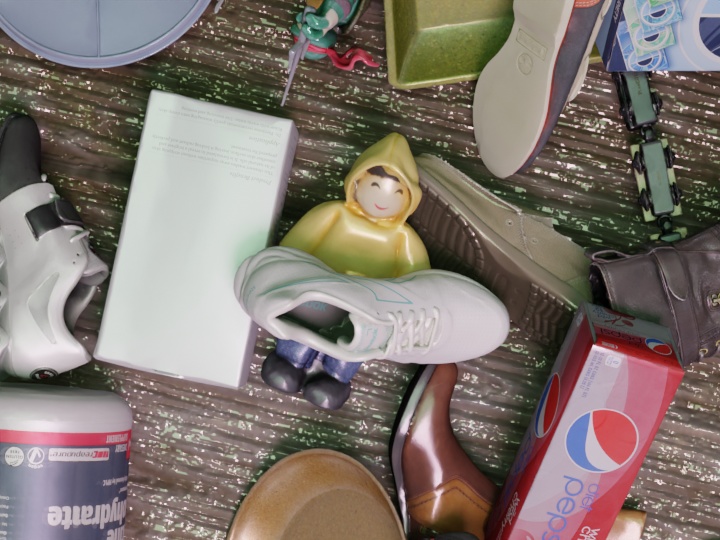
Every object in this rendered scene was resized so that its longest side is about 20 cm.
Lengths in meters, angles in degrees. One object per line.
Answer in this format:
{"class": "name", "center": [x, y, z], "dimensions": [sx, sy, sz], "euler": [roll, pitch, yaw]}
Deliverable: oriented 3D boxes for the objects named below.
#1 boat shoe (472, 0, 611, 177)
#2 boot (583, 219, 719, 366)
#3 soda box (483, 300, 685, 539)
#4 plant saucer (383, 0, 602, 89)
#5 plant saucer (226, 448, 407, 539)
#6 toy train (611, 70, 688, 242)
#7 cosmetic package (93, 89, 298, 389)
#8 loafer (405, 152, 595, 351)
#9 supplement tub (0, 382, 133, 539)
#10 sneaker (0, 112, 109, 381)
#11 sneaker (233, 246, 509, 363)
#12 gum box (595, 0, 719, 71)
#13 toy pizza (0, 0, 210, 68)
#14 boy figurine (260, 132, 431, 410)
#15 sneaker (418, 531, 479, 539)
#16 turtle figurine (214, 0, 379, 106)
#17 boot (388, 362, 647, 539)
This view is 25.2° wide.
{"class": "boat shoe", "center": [0.134, -0.154, 1.155], "dimensions": [0.062, 0.201, 0.071], "euler": [-19, 49, -35]}
{"class": "boot", "center": [0.250, 0.047, 1.149], "dimensions": [0.173, 0.069, 0.202], "euler": [-26, 104, -15]}
{"class": "soda box", "center": [0.148, 0.127, 1.098], "dimensions": [0.069, 0.064, 0.202], "euler": [15, 115, -8]}
{"class": "plant saucer", "center": [0.109, -0.234, 1.152], "dimensions": [0.198, 0.201, 0.048], "euler": [-9, 44, -4]}
{"class": "plant saucer", "center": [-0.025, 0.230, 1.151], "dimensions": [0.199, 0.035, 0.203], "euler": [-14, 70, 43]}
{"class": "toy train", "center": [0.219, -0.063, 1.196], "dimensions": [0.034, 0.046, 0.202], "euler": [-12, 88, 2]}
{"class": "cosmetic package", "center": [-0.118, -0.021, 1.182], "dimensions": [0.112, 0.081, 0.202], "euler": [14, 90, 1]}
{"class": "loafer", "center": [0.103, -0.019, 1.185], "dimensions": [0.200, 0.076, 0.068], "euler": [40, 50, 11]}
{"class": "supplement tub", "center": [-0.238, 0.185, 1.148], "dimensions": [0.139, 0.140, 0.203], "euler": [4, 89, 1]}
{"class": "sneaker", "center": [-0.227, -0.019, 1.175], "dimensions": [0.087, 0.074, 0.202], "euler": [-4, 76, 1]}
{"class": "sneaker", "center": [0.013, 0.038, 1.103], "dimensions": [0.198, 0.080, 0.071], "euler": [8, 110, -18]}
{"class": "gum box", "center": [0.279, -0.220, 1.130], "dimensions": [0.198, 0.171, 0.045], "euler": [-2, 45, -9]}
{"class": "toy pizza", "center": [-0.196, -0.250, 1.209], "dimensions": [0.198, 0.032, 0.203], "euler": [0, 85, 1]}
{"class": "boy figurine", "center": [0.000, 0.000, 1.162], "dimensions": [0.123, 0.064, 0.201], "euler": [25, 110, 1]}
{"class": "sneaker", "center": [0.053, 0.267, 1.161], "dimensions": [0.086, 0.074, 0.201], "euler": [14, 119, -26]}
{"class": "turtle figurine", "center": [-0.029, -0.228, 1.177], "dimensions": [0.100, 0.150, 0.202], "euler": [4, 115, -39]}
{"class": "boot", "center": [0.114, 0.167, 1.181], "dimensions": [0.198, 0.068, 0.190], "euler": [12, 89, 0]}
